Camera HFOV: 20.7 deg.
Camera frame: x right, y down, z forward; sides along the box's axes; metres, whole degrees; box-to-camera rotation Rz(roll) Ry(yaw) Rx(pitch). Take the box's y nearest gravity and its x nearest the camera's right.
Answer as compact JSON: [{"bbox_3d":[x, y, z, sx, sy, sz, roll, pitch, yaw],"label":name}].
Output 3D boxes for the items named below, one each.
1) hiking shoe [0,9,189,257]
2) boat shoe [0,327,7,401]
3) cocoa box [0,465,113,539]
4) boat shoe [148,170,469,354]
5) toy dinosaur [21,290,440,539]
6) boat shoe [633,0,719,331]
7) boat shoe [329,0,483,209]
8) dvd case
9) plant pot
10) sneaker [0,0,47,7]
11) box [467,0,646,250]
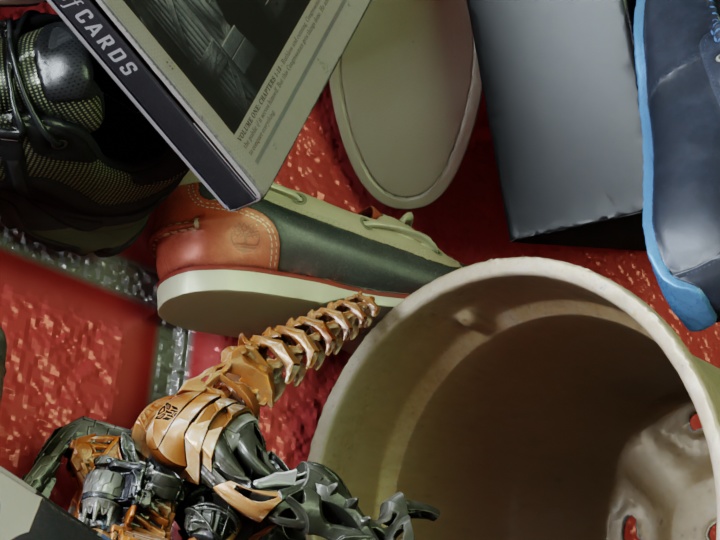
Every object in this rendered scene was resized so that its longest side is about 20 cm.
[{"bbox_3d":[-0.141,-0.066,0.714,0.199,0.101,0.076,10,54,-41],"label":"hiking shoe"},{"bbox_3d":[-0.205,0.005,0.659,0.200,0.072,0.066,32,43,-27],"label":"boat shoe"},{"bbox_3d":[-0.139,0.153,0.555,0.131,0.200,0.134,38,50,-24],"label":"cocoa box"},{"bbox_3d":[0.000,0.000,0.840,0.199,0.071,0.063,11,62,-33],"label":"boat shoe"},{"bbox_3d":[-0.049,0.087,0.732,0.136,0.102,0.200,37,82,0],"label":"toy dinosaur"},{"bbox_3d":[0.155,-0.060,0.801,0.084,0.068,0.201,47,35,-46],"label":"boat shoe"},{"bbox_3d":[0.023,-0.128,0.912,0.063,0.072,0.201,6,80,-80],"label":"boat shoe"},{"bbox_3d":[-0.076,-0.142,0.719,0.200,0.025,0.151,51,42,-25],"label":"dvd case"},{"bbox_3d":[0.109,0.107,0.820,0.183,0.200,0.201,13,63,-50],"label":"plant pot"},{"bbox_3d":[-0.178,-0.131,0.677,0.200,0.080,0.084,-15,113,-47],"label":"sneaker"},{"bbox_3d":[0.126,-0.085,0.923,0.200,0.079,0.142,2,74,-64],"label":"box"}]
